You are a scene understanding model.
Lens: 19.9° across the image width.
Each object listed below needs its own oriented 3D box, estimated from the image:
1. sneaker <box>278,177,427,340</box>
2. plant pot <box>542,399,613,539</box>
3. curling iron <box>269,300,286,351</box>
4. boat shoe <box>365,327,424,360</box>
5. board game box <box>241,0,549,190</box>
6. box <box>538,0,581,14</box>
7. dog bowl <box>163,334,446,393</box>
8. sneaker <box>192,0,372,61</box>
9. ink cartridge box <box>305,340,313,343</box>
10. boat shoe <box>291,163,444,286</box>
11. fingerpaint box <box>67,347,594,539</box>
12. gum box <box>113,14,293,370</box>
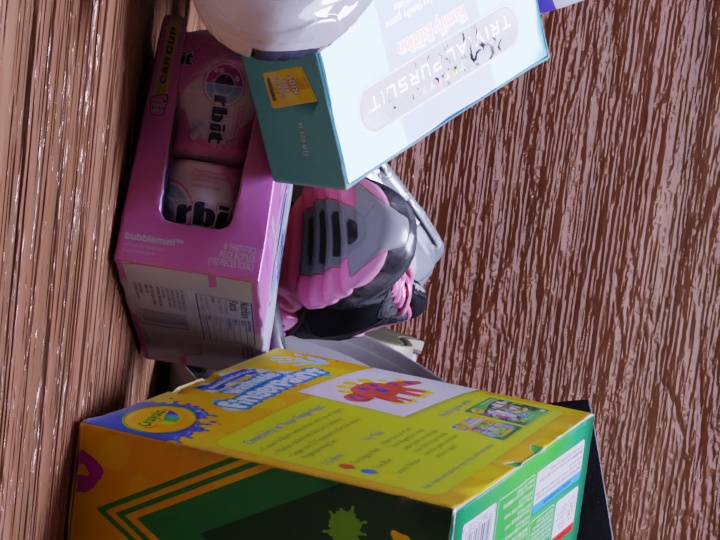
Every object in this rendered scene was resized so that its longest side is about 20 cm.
[{"bbox_3d":[0.000,0.000,1.120,0.200,0.095,0.080,152,-52,-66],"label":"sneaker"},{"bbox_3d":[0.028,0.198,1.053,0.201,0.176,0.201,-91,-174,-50],"label":"plant pot"},{"bbox_3d":[-0.062,-0.009,1.127,0.200,0.025,0.050,-114,-162,-50],"label":"curling iron"},{"bbox_3d":[0.001,0.071,1.387,0.200,0.074,0.069,-13,117,-85],"label":"boat shoe"},{"bbox_3d":[0.003,-0.157,0.874,0.151,0.047,0.201,-34,120,-41],"label":"board game box"},{"bbox_3d":[0.090,-0.280,1.167,0.200,0.104,0.185,46,-35,39],"label":"box"},{"bbox_3d":[-0.025,0.090,1.184,0.200,0.199,0.059,-82,-165,-71],"label":"dog bowl"},{"bbox_3d":[0.002,-0.179,0.727,0.200,0.079,0.130,-55,172,-25],"label":"sneaker"},{"bbox_3d":[-0.062,-0.009,1.354,0.146,0.084,0.202,102,-5,-86],"label":"ink cartridge box"},{"bbox_3d":[-0.019,-0.066,1.203,0.072,0.201,0.070,-48,-152,-25],"label":"boat shoe"},{"bbox_3d":[-0.007,0.098,0.893,0.200,0.166,0.074,-18,117,-68],"label":"fingerpaint box"},{"bbox_3d":[-0.069,-0.030,0.967,0.200,0.066,0.114,98,0,-75],"label":"gum box"}]
